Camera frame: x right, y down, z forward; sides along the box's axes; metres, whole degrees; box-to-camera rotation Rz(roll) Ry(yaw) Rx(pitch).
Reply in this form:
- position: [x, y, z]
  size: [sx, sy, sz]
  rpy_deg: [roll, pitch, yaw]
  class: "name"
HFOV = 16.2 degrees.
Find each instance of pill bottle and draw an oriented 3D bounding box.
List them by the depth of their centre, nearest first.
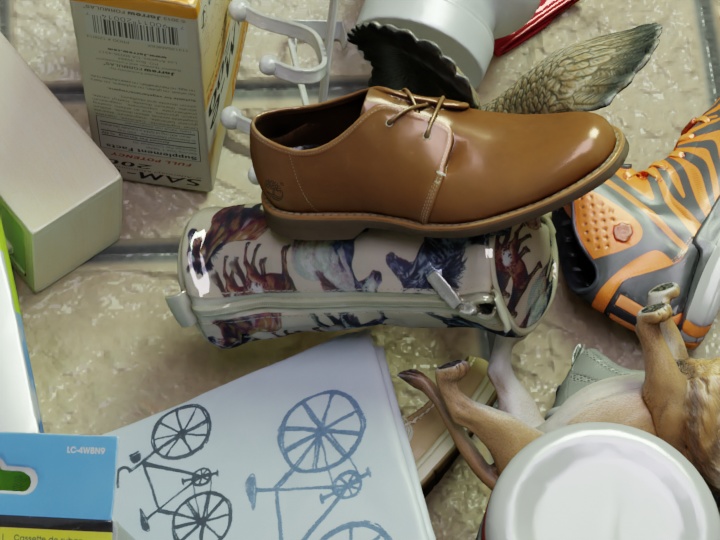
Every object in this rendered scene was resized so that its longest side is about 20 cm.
- position: [0.109, 0.164, 1.285]
  size: [0.116, 0.200, 0.116]
  rpy_deg: [2, 64, -5]
  class: "pill bottle"
- position: [0.066, -0.208, 1.502]
  size: [0.112, 0.112, 0.200]
  rpy_deg: [20, 67, 4]
  class: "pill bottle"

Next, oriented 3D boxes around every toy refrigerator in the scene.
- position: [-0.223, -0.089, 1.451]
  size: [0.070, 0.076, 0.200]
  rpy_deg: [-35, 72, -21]
  class: "toy refrigerator"

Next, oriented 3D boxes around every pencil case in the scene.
- position: [0.000, 0.000, 1.348]
  size: [0.200, 0.078, 0.089]
  rpy_deg: [-3, 20, 23]
  class: "pencil case"

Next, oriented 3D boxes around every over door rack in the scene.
- position: [-0.038, -0.154, 1.422]
  size: [0.066, 0.148, 0.200]
  rpy_deg: [8, 31, 0]
  class: "over door rack"

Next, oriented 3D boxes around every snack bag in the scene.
- position: [-0.063, 0.136, 1.326]
  size: [0.200, 0.021, 0.189]
  rpy_deg: [-22, 48, 6]
  class: "snack bag"

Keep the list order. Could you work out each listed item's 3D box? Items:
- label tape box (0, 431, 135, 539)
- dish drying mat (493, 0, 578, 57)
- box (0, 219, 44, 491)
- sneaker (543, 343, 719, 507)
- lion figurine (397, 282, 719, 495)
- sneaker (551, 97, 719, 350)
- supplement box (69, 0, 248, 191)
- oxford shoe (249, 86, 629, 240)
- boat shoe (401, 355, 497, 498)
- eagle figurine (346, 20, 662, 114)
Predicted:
- position: [-0.173, 0.180, 1.259]
  size: [0.143, 0.066, 0.200]
  rpy_deg: [0, 85, 22]
  class: "label tape box"
- position: [0.049, -0.222, 1.579]
  size: [0.077, 0.018, 0.200]
  rpy_deg: [-35, 73, -18]
  class: "dish drying mat"
- position: [-0.202, 0.055, 1.353]
  size: [0.048, 0.122, 0.200]
  rpy_deg: [-9, 64, -13]
  class: "box"
- position: [0.202, 0.086, 1.405]
  size: [0.200, 0.075, 0.082]
  rpy_deg: [13, 64, 2]
  class: "sneaker"
- position: [0.129, 0.083, 1.337]
  size: [0.200, 0.072, 0.123]
  rpy_deg: [-13, 103, 12]
  class: "lion figurine"
- position: [0.178, -0.059, 1.476]
  size: [0.112, 0.078, 0.200]
  rpy_deg: [22, 63, 4]
  class: "sneaker"
- position: [-0.109, -0.149, 1.422]
  size: [0.073, 0.200, 0.126]
  rpy_deg: [9, 64, 4]
  class: "supplement box"
- position: [0.035, -0.061, 1.285]
  size: [0.200, 0.071, 0.071]
  rpy_deg: [-5, 37, 18]
  class: "oxford shoe"
- position: [0.000, 0.110, 1.373]
  size: [0.066, 0.074, 0.200]
  rpy_deg: [41, 66, 9]
  class: "boat shoe"
- position: [0.070, -0.078, 1.398]
  size: [0.151, 0.200, 0.152]
  rpy_deg: [30, 46, 18]
  class: "eagle figurine"
